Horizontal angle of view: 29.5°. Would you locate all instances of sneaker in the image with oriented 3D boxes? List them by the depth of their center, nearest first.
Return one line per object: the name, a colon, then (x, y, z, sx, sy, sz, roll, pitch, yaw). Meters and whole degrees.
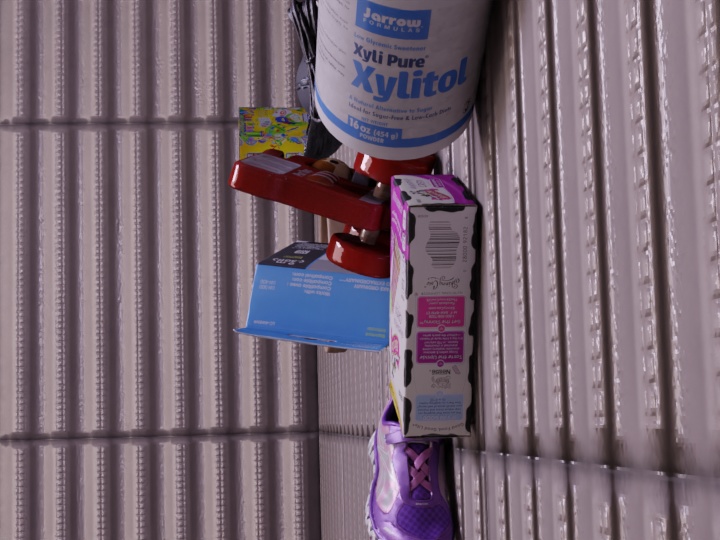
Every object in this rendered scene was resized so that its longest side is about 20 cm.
sneaker: (0.048, 0.184, 1.272, 0.200, 0.080, 0.089, -97, 15, -56)
sneaker: (-0.037, -0.253, 1.965, 0.060, 0.104, 0.200, -112, 21, -77)

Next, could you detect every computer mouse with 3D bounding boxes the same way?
computer mouse: (-0.051, -0.219, 1.398, 0.200, 0.046, 0.141, -64, -34, -80)

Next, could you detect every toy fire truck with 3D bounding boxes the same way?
toy fire truck: (-0.027, -0.079, 1.299, 0.200, 0.168, 0.112, -53, -18, -76)

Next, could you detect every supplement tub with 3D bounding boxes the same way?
supplement tub: (0.033, -0.193, 1.031, 0.200, 0.132, 0.132, 94, 173, -52)

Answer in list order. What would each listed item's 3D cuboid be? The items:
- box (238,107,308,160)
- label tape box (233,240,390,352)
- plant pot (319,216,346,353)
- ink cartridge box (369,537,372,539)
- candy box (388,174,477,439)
box: (-0.206, -0.315, 3.380, 0.200, 0.192, 0.122, -99, 10, -62)
label tape box: (-0.024, 0.022, 1.324, 0.200, 0.143, 0.066, -32, -53, -73)
plant pot: (0.000, 0.000, 1.661, 0.201, 0.093, 0.201, 179, 90, -86)
ink cartridge box: (0.035, 0.421, 1.692, 0.200, 0.037, 0.095, -101, 10, -52)
candy box: (0.059, 0.027, 1.169, 0.136, 0.061, 0.200, -107, 16, -75)
